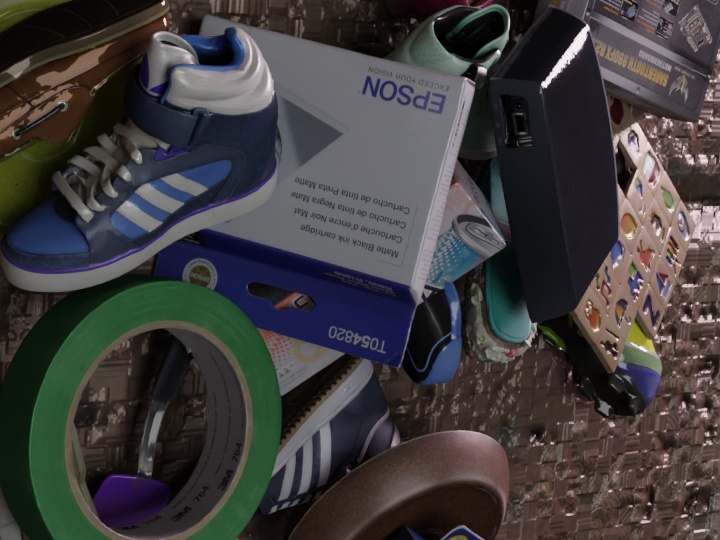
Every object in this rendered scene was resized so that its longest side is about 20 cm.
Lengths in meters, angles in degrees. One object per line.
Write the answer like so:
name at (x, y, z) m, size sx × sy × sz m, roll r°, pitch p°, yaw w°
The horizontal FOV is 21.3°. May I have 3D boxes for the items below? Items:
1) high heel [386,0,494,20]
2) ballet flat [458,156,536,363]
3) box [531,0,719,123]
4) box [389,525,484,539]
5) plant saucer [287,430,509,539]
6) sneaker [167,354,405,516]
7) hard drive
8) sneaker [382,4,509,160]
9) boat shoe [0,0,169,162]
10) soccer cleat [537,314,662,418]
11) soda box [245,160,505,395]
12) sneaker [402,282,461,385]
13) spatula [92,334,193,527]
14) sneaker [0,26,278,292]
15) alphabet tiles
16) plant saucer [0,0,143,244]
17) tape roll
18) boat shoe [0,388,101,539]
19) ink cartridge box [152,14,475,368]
high heel at (0.114, -0.242, 1.418) m, size 0.199 × 0.096 × 0.068 m, roll -32°, pitch 114°, yaw -26°
ballet flat at (0.104, -0.018, 1.471) m, size 0.075 × 0.064 × 0.201 m, roll 21°, pitch 60°, yaw -18°
box at (0.221, -0.217, 1.507) m, size 0.199 × 0.048 × 0.160 m, roll 14°, pitch 92°, yaw -49°
box at (0.018, 0.260, 1.429) m, size 0.200 × 0.032 × 0.121 m, roll -40°, pitch 144°, yaw 7°
plant saucer at (0.033, 0.202, 1.433) m, size 0.199 × 0.035 × 0.201 m, roll -21°, pitch 141°, yaw -18°
sneaker at (-0.046, 0.154, 1.404) m, size 0.200 × 0.070 × 0.109 m, roll -42°, pitch 119°, yaw -25°
hard drive at (0.145, -0.076, 1.391) m, size 0.135 × 0.042 × 0.201 m, roll -51°, pitch 137°, yaw -48°
sneaker at (0.091, -0.140, 1.384) m, size 0.200 × 0.118 × 0.074 m, roll -9°, pitch 66°, yaw -48°
boat shoe at (-0.204, -0.114, 1.201) m, size 0.199 × 0.072 × 0.068 m, roll -27°, pitch 119°, yaw -18°
soccer cleat at (0.187, 0.032, 1.560) m, size 0.201 × 0.064 × 0.084 m, roll 56°, pitch 48°, yaw -28°
soda box at (0.000, 0.000, 1.349) m, size 0.199 × 0.064 × 0.068 m, roll -34°, pitch 120°, yaw 12°
sneaker at (0.021, -0.006, 1.423) m, size 0.077 × 0.070 × 0.202 m, roll -16°, pitch 102°, yaw -31°
spatula at (-0.143, 0.106, 1.332) m, size 0.056 × 0.021 × 0.201 m, roll 14°, pitch 101°, yaw -30°
sneaker at (-0.145, -0.083, 1.202) m, size 0.199 × 0.081 × 0.147 m, roll -22°, pitch 135°, yaw -17°
alphabet tiles at (0.209, -0.024, 1.542) m, size 0.168 × 0.008 × 0.201 m, roll 54°, pitch 46°, yaw -32°
plant saucer at (-0.213, -0.099, 1.254) m, size 0.199 × 0.031 × 0.202 m, roll -9°, pitch 106°, yaw -35°
tape roll at (-0.143, 0.104, 1.257) m, size 0.199 × 0.048 × 0.202 m, roll -6°, pitch 99°, yaw -40°
boat shoe at (-0.217, 0.174, 1.284) m, size 0.074 × 0.068 × 0.202 m, roll -14°, pitch 107°, yaw -37°
ink cartridge box at (-0.040, -0.055, 1.297) m, size 0.041 × 0.198 × 0.202 m, roll 9°, pitch 96°, yaw -74°
